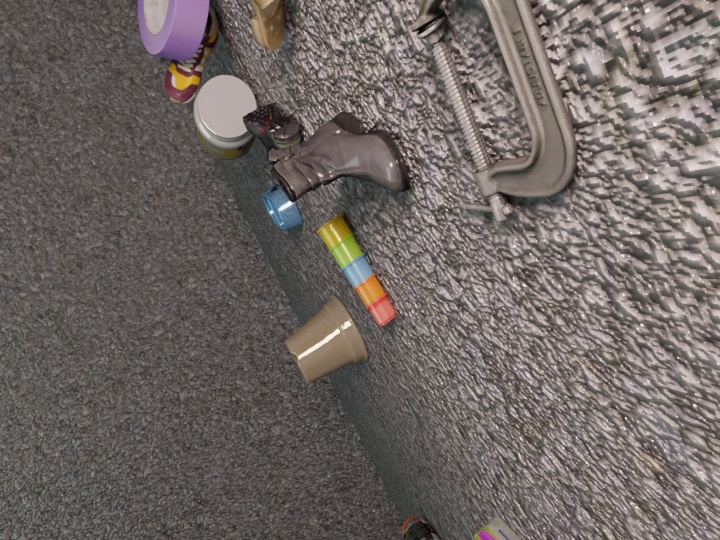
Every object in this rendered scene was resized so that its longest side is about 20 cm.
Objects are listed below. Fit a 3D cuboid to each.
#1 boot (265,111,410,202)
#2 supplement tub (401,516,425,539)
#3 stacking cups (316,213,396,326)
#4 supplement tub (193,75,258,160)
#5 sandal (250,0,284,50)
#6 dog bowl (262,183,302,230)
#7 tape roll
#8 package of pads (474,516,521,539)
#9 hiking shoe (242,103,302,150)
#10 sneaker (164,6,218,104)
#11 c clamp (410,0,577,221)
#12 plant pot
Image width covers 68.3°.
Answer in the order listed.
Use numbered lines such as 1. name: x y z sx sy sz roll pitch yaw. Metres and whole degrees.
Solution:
1. boot: -0.033 -0.117 0.637 0.200 0.129 0.071 42 159 54
2. supplement tub: 0.232 1.012 1.965 0.126 0.120 0.199 63 167 -16
3. stacking cups: 0.000 0.000 0.944 0.203 0.060 0.060 57 167 0
4. supplement tub: -0.295 -0.335 1.174 0.149 0.142 0.199 62 167 -8
5. sandal: -0.105 -0.347 0.638 0.068 0.080 0.213 23 164 11
6. dog bowl: -0.210 -0.165 1.403 0.114 0.049 0.199 66 166 -20
7. tape roll: -0.350 -0.504 0.985 0.196 0.064 0.209 5 97 48
8. package of pads: 0.288 0.559 0.934 0.206 0.067 0.154 66 166 -14
9. hiking shoe: -0.162 -0.243 0.998 0.200 0.074 0.103 44 156 50
10. sneaker: -0.346 -0.443 1.081 0.072 0.207 0.090 18 161 -10
11. c clamp: 0.086 -0.124 0.396 0.205 0.026 0.170 66 167 -20
12. plant pot: -0.102 0.204 1.454 0.203 0.180 0.202 55 166 20
